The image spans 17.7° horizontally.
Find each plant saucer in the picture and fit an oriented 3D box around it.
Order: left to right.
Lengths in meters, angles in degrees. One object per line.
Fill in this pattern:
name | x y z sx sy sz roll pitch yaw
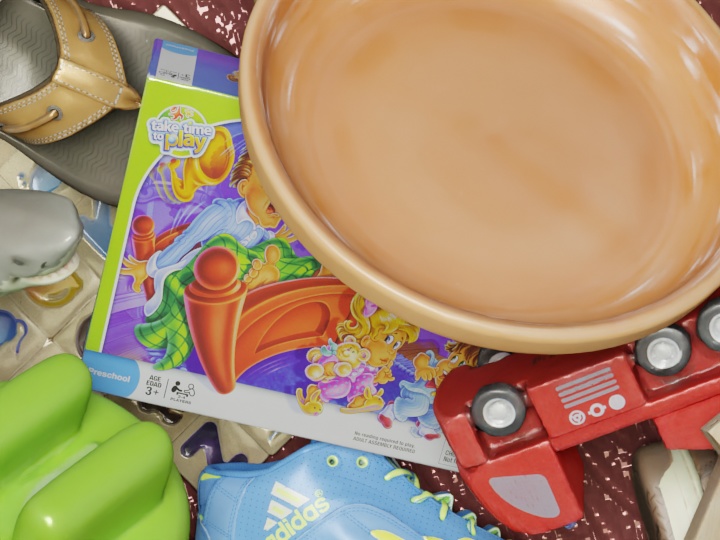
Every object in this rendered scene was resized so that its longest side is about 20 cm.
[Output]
plant saucer | 0.051 -0.052 0.850 0.199 0.038 0.201 8 56 -11

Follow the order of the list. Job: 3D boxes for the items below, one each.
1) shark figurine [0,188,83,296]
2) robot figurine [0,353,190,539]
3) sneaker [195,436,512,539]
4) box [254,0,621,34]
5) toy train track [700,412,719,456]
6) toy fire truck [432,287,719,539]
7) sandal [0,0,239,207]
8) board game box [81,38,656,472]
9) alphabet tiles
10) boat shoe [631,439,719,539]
shark figurine | -0.203 0.012 0.903 0.214 0.128 0.090 -38 112 11
robot figurine | -0.133 0.124 0.898 0.175 0.116 0.200 37 136 16
sneaker | 0.020 0.111 0.934 0.199 0.076 0.106 -2 93 4
box | 0.004 -0.148 0.931 0.122 0.048 0.200 -43 91 5
toy train track | 0.192 0.131 0.835 0.115 0.033 0.200 -37 97 -7
toy fire truck | 0.143 0.069 0.877 0.199 0.049 0.141 -22 109 14
sandal | -0.129 -0.089 0.930 0.200 0.055 0.082 33 93 8
board game box | 0.000 0.000 0.908 0.199 0.045 0.135 13 114 -6
alphabet tiles | -0.095 -0.006 0.967 0.166 0.006 0.200 -44 91 5
boat shoe | 0.172 0.160 0.931 0.075 0.075 0.203 -16 92 -1
